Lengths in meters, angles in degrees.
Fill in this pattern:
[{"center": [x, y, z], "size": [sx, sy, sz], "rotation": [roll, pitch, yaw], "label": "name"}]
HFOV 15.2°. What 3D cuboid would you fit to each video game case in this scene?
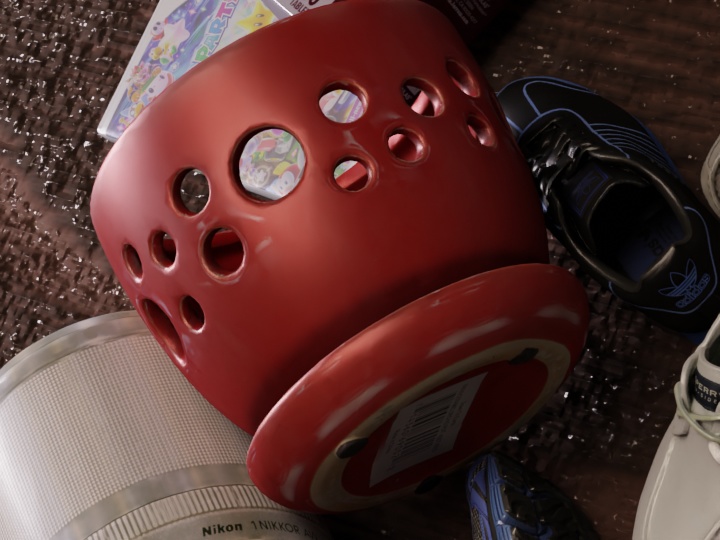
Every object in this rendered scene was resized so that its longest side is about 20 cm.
[{"center": [-0.049, -0.115, 1.512], "size": [0.200, 0.018, 0.143], "rotation": [20, 82, 42], "label": "video game case"}]

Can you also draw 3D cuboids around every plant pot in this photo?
[{"center": [0.000, 0.000, 1.271], "size": [0.200, 0.200, 0.183], "rotation": [-39, 68, 16], "label": "plant pot"}]

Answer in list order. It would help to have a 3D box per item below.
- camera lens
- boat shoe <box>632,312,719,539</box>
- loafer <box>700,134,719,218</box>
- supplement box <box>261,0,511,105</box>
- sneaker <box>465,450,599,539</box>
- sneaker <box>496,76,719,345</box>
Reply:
[{"center": [-0.102, 0.132, 1.334], "size": [0.160, 0.160, 0.200], "rotation": [-40, 50, 15], "label": "camera lens"}, {"center": [0.169, 0.057, 1.224], "size": [0.074, 0.067, 0.200], "rotation": [22, 83, 42], "label": "boat shoe"}, {"center": [0.239, -0.082, 1.226], "size": [0.200, 0.070, 0.070], "rotation": [-37, 6, 19], "label": "loafer"}, {"center": [0.046, -0.189, 1.427], "size": [0.200, 0.061, 0.109], "rotation": [-46, 48, -2], "label": "supplement box"}, {"center": [0.068, 0.175, 1.243], "size": [0.078, 0.075, 0.200], "rotation": [-26, 53, 30], "label": "sneaker"}, {"center": [0.115, -0.043, 1.306], "size": [0.070, 0.078, 0.200], "rotation": [-49, 48, 6], "label": "sneaker"}]
